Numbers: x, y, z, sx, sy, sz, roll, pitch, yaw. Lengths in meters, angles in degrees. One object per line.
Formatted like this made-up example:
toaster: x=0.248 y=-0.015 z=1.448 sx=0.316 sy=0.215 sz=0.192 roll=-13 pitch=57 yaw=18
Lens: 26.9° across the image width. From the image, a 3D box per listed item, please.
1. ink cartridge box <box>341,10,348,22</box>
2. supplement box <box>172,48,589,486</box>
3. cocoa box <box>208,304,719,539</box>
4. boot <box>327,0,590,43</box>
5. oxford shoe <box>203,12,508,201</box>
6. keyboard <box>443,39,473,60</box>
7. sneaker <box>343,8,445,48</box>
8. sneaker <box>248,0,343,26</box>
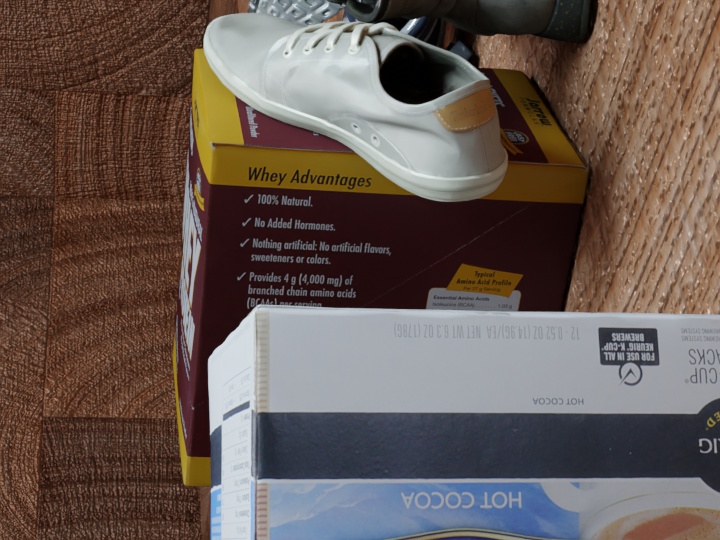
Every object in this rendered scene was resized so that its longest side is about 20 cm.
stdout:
ink cartridge box: x=-0.002 y=-0.090 z=1.137 sx=0.094 sy=0.044 sz=0.202 roll=-22 pitch=-56 yaw=-77
supplement box: x=0.000 y=0.000 z=0.836 sx=0.133 sy=0.195 sz=0.202 roll=-108 pitch=23 yaw=-61
cocoa box: x=0.048 y=0.089 z=0.548 sx=0.133 sy=0.198 sz=0.133 roll=137 pitch=133 yaw=-75
boot: x=0.040 y=-0.166 z=0.827 sx=0.200 sy=0.129 sz=0.069 roll=-125 pitch=39 yaw=-73
oxford shoe: x=-0.004 y=-0.097 z=0.736 sx=0.199 sy=0.075 sz=0.058 roll=32 pitch=136 yaw=40
keyboard: x=0.000 y=-0.081 z=0.983 sx=0.201 sy=0.040 sz=0.104 roll=-52 pitch=6 yaw=-12
sneaker: x=0.025 y=-0.233 z=1.001 sx=0.108 sy=0.069 sz=0.203 roll=10 pitch=-101 yaw=-79
sneaker: x=-0.003 y=-0.247 z=1.106 sx=0.200 sy=0.074 sz=0.087 roll=-46 pitch=-1 yaw=4
